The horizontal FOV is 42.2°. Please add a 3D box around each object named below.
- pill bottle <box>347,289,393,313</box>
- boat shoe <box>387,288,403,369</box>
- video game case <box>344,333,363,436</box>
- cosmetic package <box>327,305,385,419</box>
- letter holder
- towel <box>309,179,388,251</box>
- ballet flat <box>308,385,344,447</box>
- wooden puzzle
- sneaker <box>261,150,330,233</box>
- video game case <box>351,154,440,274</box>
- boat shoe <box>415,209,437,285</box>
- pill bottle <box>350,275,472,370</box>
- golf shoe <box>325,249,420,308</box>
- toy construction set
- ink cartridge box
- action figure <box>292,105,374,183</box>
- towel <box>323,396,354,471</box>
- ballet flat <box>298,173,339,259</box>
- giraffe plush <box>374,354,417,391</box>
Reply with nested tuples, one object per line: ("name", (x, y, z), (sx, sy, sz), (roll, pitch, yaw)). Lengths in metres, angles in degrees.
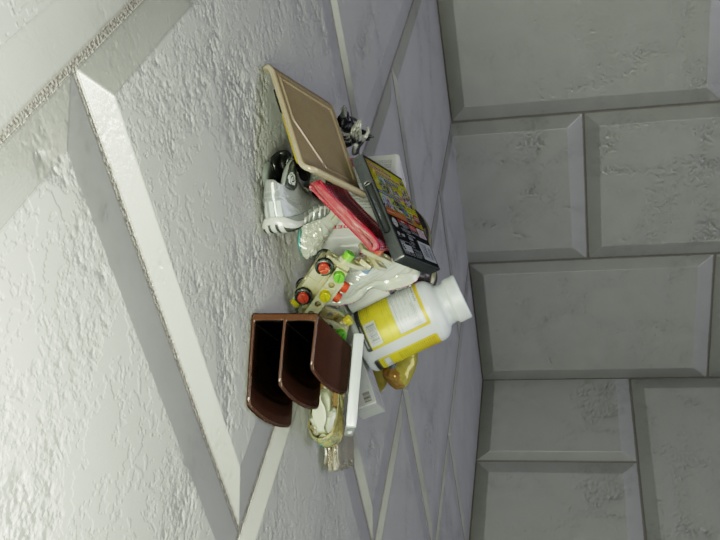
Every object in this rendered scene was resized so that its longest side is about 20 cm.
("pill bottle", (0.012, -0.009, 1.746), (0.201, 0.111, 0.112), (-92, 171, -50))
("boat shoe", (0.072, 0.087, 1.750), (0.072, 0.068, 0.201), (-34, -146, 64))
("video game case", (-0.011, 0.188, 1.505), (0.200, 0.017, 0.144), (99, -4, -76))
("cosmetic package", (-0.015, 0.159, 1.670), (0.083, 0.050, 0.201), (50, 19, -66))
("letter holder", (-0.089, 0.157, 1.382), (0.200, 0.100, 0.143), (53, 39, -68))
("towel", (-0.006, -0.087, 1.475), (0.145, 0.022, 0.200), (47, 10, 5))
("ballet flat", (-0.059, 0.198, 1.585), (0.071, 0.070, 0.201), (38, 52, -73))
("wooden puzzle", (-0.074, -0.210, 1.453), (0.185, 0.037, 0.201), (19, 44, -61))
("sneaker", (-0.100, -0.131, 1.439), (0.200, 0.075, 0.116), (-47, 131, -71))
("video game case", (0.061, -0.088, 1.542), (0.182, 0.025, 0.200), (68, 17, 14))
("boat shoe", (0.090, -0.052, 1.722), (0.073, 0.074, 0.201), (39, 28, -49))
("pill bottle", (0.089, 0.087, 1.634), (0.112, 0.199, 0.112), (63, 6, -12))
("golf shoe", (0.000, 0.000, 1.600), (0.075, 0.199, 0.092), (-118, -168, -58))
("toy construction set", (-0.035, 0.036, 1.508), (0.201, 0.131, 0.092), (-58, -165, 7))
("ink cartridge box", (-0.001, -0.109, 1.698), (0.085, 0.144, 0.201), (71, 21, -47))
("action figure", (-0.043, -0.234, 1.608), (0.200, 0.118, 0.102), (-67, 173, -46))
("towel", (-0.042, 0.265, 1.705), (0.133, 0.034, 0.201), (40, 48, -74))
("ballet flat", (-0.064, -0.113, 1.608), (0.072, 0.071, 0.201), (67, 25, -57))
("giraffe plush", (0.037, 0.128, 1.841), (0.162, 0.200, 0.173), (44, 21, -32))
